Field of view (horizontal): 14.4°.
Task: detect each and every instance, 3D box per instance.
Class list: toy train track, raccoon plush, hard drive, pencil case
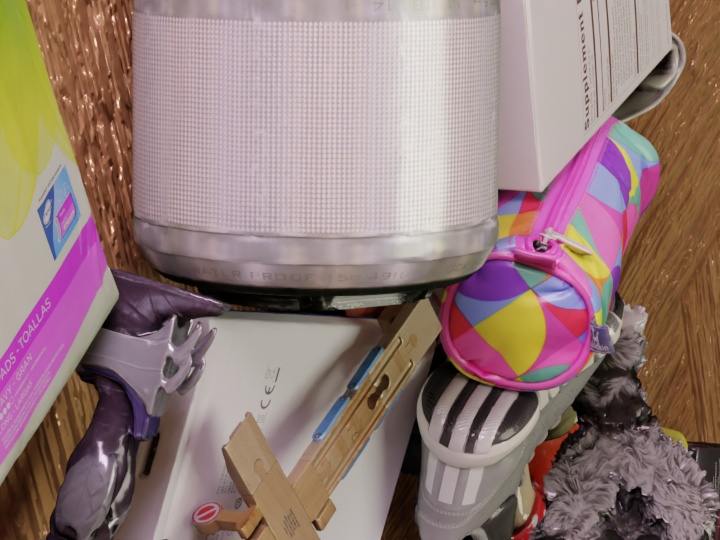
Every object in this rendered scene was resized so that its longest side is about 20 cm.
[{"bbox_3d":[-0.024,0.084,1.289,0.200,0.033,0.115,-54,132,-36],"label":"toy train track"},{"bbox_3d":[0.145,0.134,1.544,0.134,0.097,0.200,94,10,-54],"label":"raccoon plush"},{"bbox_3d":[-0.039,0.085,1.320,0.200,0.025,0.132,5,103,-59],"label":"hard drive"},{"bbox_3d":[0.098,-0.015,1.427,0.200,0.088,0.088,-64,149,-61],"label":"pencil case"}]

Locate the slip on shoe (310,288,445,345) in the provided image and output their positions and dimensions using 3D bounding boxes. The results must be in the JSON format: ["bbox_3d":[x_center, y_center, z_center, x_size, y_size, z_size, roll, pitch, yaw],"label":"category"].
[{"bbox_3d":[0.000,0.000,1.413,0.074,0.061,0.200,54,3,19],"label":"slip on shoe"}]

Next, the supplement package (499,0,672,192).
[{"bbox_3d":[0.069,-0.134,1.457,0.200,0.121,0.120,-45,134,-54],"label":"supplement package"}]

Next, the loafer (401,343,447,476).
[{"bbox_3d":[0.067,0.022,1.541,0.068,0.070,0.201,57,44,-54],"label":"loafer"}]

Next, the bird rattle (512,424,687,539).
[{"bbox_3d":[0.101,0.127,1.650,0.200,0.113,0.163,-23,104,-48],"label":"bird rattle"}]

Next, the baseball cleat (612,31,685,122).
[{"bbox_3d":[0.141,-0.139,1.622,0.070,0.106,0.200,68,31,-41],"label":"baseball cleat"}]

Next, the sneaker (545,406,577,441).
[{"bbox_3d":[0.104,0.005,1.594,0.089,0.077,0.200,94,8,-51],"label":"sneaker"}]

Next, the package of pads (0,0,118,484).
[{"bbox_3d":[-0.166,-0.018,1.030,0.155,0.068,0.200,-60,145,-45],"label":"package of pads"}]

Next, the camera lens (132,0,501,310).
[{"bbox_3d":[-0.019,-0.089,1.227,0.160,0.160,0.200,-17,110,-64],"label":"camera lens"}]

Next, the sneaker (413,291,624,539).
[{"bbox_3d":[0.070,0.080,1.456,0.200,0.075,0.116,-41,148,-56],"label":"sneaker"}]

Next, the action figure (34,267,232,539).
[{"bbox_3d":[-0.109,0.101,1.157,0.130,0.069,0.200,35,72,-83],"label":"action figure"}]

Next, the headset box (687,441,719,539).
[{"bbox_3d":[0.206,0.186,1.867,0.200,0.075,0.149,8,87,-66],"label":"headset box"}]
